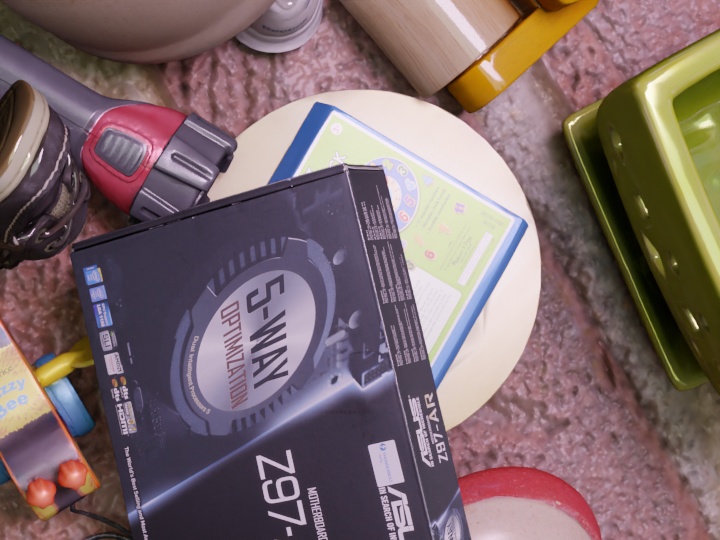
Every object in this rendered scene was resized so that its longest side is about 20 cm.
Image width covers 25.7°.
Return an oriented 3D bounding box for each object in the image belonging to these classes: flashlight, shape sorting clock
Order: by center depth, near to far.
[{"bbox_3d":[-0.164,-0.090,0.817,0.200,0.068,0.068,31,48,-1],"label":"flashlight"},{"bbox_3d":[0.000,0.000,0.867,0.200,0.039,0.200,0,89,-8],"label":"shape sorting clock"}]

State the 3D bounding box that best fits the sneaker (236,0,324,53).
[{"bbox_3d":[-0.050,-0.219,0.834,0.074,0.087,0.200,-13,92,-10],"label":"sneaker"}]

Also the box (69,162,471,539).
[{"bbox_3d":[-0.044,0.064,0.754,0.160,0.044,0.200,-14,87,25],"label":"box"}]

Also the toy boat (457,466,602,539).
[{"bbox_3d":[0.031,0.155,0.837,0.200,0.131,0.131,-24,126,23],"label":"toy boat"}]

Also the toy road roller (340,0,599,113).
[{"bbox_3d":[0.091,-0.189,0.831,0.200,0.146,0.123,-43,97,-9],"label":"toy road roller"}]

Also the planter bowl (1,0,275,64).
[{"bbox_3d":[-0.130,-0.207,0.748,0.200,0.135,0.200,-1,88,23],"label":"planter bowl"}]

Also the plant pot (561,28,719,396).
[{"bbox_3d":[0.234,-0.042,0.843,0.199,0.181,0.200,-25,95,-11],"label":"plant pot"}]

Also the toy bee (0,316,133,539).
[{"bbox_3d":[-0.161,0.078,0.800,0.200,0.109,0.131,39,81,-9],"label":"toy bee"}]

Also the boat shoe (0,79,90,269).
[{"bbox_3d":[-0.161,-0.038,0.757,0.066,0.201,0.072,29,74,-18],"label":"boat shoe"}]
